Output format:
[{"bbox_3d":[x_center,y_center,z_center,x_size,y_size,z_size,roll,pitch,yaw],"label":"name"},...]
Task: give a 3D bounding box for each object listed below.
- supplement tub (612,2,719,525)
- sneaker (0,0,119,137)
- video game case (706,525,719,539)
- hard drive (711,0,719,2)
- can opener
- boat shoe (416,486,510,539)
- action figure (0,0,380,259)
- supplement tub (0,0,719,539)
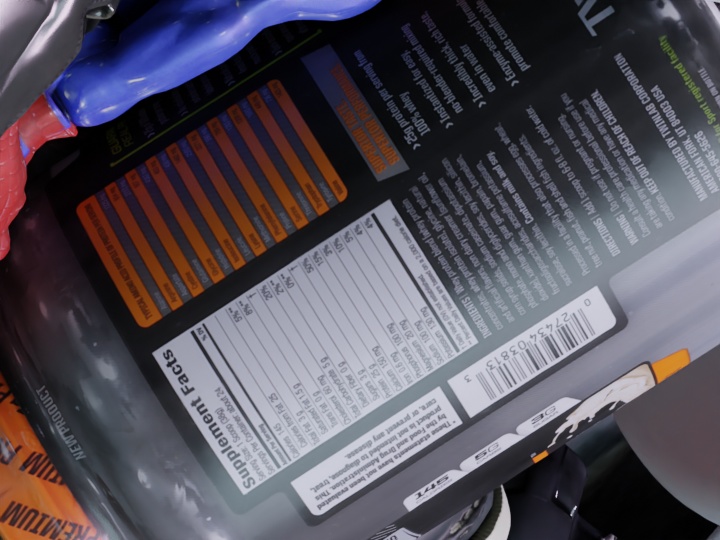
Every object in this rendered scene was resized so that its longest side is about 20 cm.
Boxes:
[{"bbox_3d":[0.175,0.000,0.814,0.199,0.145,0.145,3,132,-38],"label":"supplement tub"},{"bbox_3d":[-0.080,-0.055,0.561,0.090,0.076,0.201,12,99,-35],"label":"sneaker"},{"bbox_3d":[0.091,0.146,0.976,0.200,0.018,0.143,-52,161,17],"label":"video game case"},{"bbox_3d":[0.050,-0.128,0.611,0.199,0.027,0.133,5,89,-40],"label":"hard drive"},{"bbox_3d":[0.041,0.120,0.943,0.064,0.078,0.201,-58,161,-32],"label":"can opener"},{"bbox_3d":[-0.052,0.086,0.811,0.198,0.075,0.066,-23,138,-9],"label":"boat shoe"},{"bbox_3d":[-0.065,-0.062,0.637,0.199,0.065,0.099,-36,150,4],"label":"action figure"},{"bbox_3d":[0.000,0.000,0.706,0.199,0.123,0.123,-32,144,2],"label":"supplement tub"}]
